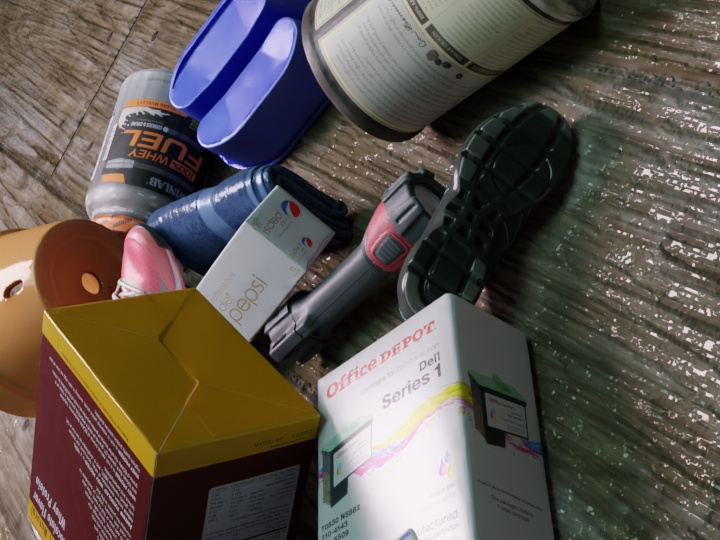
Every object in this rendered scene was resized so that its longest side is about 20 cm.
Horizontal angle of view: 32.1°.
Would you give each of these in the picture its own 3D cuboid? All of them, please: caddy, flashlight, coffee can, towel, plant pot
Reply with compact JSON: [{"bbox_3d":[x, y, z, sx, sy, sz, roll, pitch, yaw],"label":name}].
[{"bbox_3d":[-0.100,-0.198,1.289,0.200,0.105,0.142,-49,58,19],"label":"caddy"},{"bbox_3d":[0.000,0.000,1.037,0.200,0.067,0.068,-43,49,34],"label":"flashlight"},{"bbox_3d":[0.070,-0.216,1.021,0.200,0.146,0.147,-31,43,38],"label":"coffee can"},{"bbox_3d":[-0.109,-0.041,1.169,0.200,0.111,0.049,-16,53,48],"label":"towel"},{"bbox_3d":[-0.313,0.034,1.286,0.140,0.200,0.201,-28,45,38],"label":"plant pot"}]

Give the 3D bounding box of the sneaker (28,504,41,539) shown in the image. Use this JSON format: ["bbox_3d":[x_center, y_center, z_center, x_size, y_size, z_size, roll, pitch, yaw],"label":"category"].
[{"bbox_3d":[-0.282,0.206,1.256,0.077,0.075,0.201,-46,36,30],"label":"sneaker"}]

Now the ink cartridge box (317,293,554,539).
[{"bbox_3d":[0.045,0.138,0.844,0.145,0.084,0.201,-36,40,34],"label":"ink cartridge box"}]

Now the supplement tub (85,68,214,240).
[{"bbox_3d":[-0.229,-0.110,1.381,0.122,0.122,0.201,-17,53,48],"label":"supplement tub"}]

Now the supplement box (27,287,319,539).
[{"bbox_3d":[-0.152,0.153,0.958,0.197,0.132,0.201,39,127,44],"label":"supplement box"}]

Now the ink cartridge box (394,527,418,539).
[{"bbox_3d":[0.023,0.289,0.739,0.198,0.043,0.201,-45,59,26],"label":"ink cartridge box"}]

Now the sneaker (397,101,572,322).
[{"bbox_3d":[0.085,-0.041,0.935,0.200,0.075,0.079,-53,-2,-15],"label":"sneaker"}]

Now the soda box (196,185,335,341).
[{"bbox_3d":[-0.105,0.020,1.105,0.200,0.068,0.064,-49,3,42],"label":"soda box"}]

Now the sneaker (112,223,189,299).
[{"bbox_3d":[-0.217,0.056,1.198,0.074,0.087,0.201,21,117,41],"label":"sneaker"}]
